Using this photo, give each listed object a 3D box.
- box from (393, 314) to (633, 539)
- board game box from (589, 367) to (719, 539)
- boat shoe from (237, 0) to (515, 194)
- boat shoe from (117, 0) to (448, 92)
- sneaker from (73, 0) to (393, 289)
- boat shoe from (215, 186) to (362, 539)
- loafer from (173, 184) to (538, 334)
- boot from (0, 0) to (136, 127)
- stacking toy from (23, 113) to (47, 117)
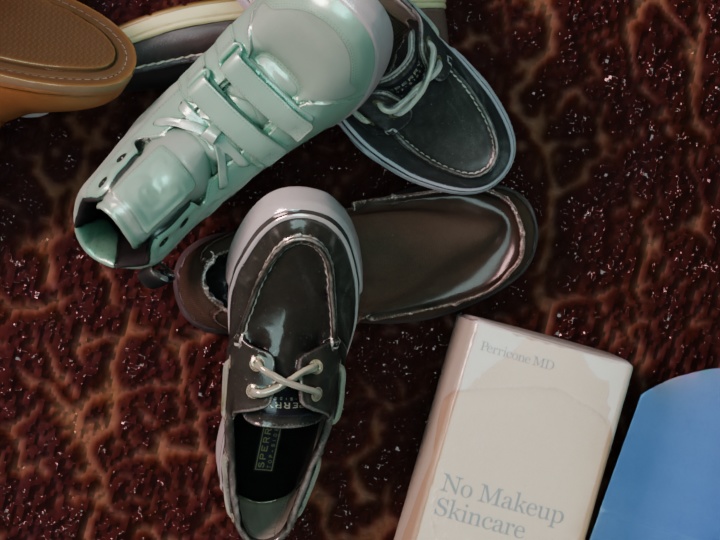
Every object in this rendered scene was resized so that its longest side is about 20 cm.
[{"bbox_3d":[0.071,0.130,1.105,0.095,0.078,0.200,14,91,-3],"label":"box"},{"bbox_3d":[0.199,0.151,1.137,0.158,0.039,0.200,19,93,-10],"label":"board game box"},{"bbox_3d":[0.007,-0.103,1.041,0.200,0.071,0.072,39,89,-23],"label":"boat shoe"},{"bbox_3d":[-0.048,-0.113,1.094,0.200,0.073,0.065,-12,87,-4],"label":"boat shoe"},{"bbox_3d":[-0.065,-0.062,0.992,0.074,0.200,0.118,43,50,-9],"label":"sneaker"},{"bbox_3d":[-0.036,0.053,1.057,0.071,0.064,0.200,3,123,-7],"label":"boat shoe"},{"bbox_3d":[0.000,0.000,1.100,0.200,0.071,0.073,-14,93,-3],"label":"loafer"},{"bbox_3d":[-0.207,-0.068,1.052,0.199,0.074,0.155,6,133,6],"label":"boot"},{"bbox_3d":[-0.213,-0.166,1.069,0.146,0.146,0.200,-35,110,-2],"label":"stacking toy"}]
